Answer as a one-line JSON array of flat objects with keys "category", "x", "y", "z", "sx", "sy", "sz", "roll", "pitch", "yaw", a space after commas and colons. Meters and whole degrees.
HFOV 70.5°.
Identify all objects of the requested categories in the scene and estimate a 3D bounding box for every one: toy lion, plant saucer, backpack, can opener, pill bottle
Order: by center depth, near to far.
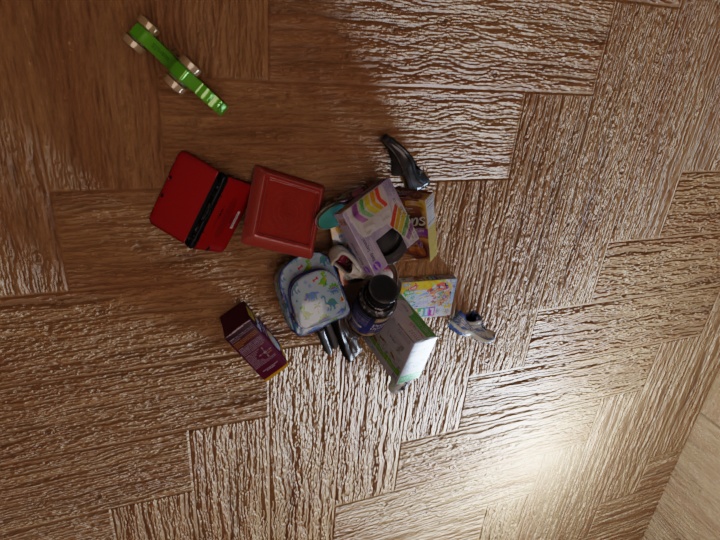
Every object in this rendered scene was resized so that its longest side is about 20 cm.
[{"category": "toy lion", "x": -0.369, "y": -0.413, "z": 1.069, "sx": 0.200, "sy": 0.192, "sz": 0.069, "roll": 44, "pitch": 96, "yaw": 7}, {"category": "plant saucer", "x": -0.188, "y": -0.147, "z": 1.297, "sx": 0.198, "sy": 0.037, "sz": 0.203, "roll": 13, "pitch": 85, "yaw": -29}, {"category": "backpack", "x": -0.133, "y": 0.057, "z": 1.384, "sx": 0.181, "sy": 0.147, "sz": 0.202, "roll": -22, "pitch": 93, "yaw": -17}, {"category": "pill bottle", "x": 0.036, "y": 0.096, "z": 1.397, "sx": 0.110, "sy": 0.113, "sz": 0.201, "roll": -7, "pitch": 153, "yaw": -19}, {"category": "plant saucer", "x": 0.016, "y": 0.036, "z": 1.524, "sx": 0.198, "sy": 0.037, "sz": 0.203, "roll": -10, "pitch": 119, "yaw": -18}, {"category": "can opener", "x": -0.115, "y": 0.168, "z": 1.529, "sx": 0.052, "sy": 0.066, "sz": 0.202, "roll": -38, "pitch": 131, "yaw": -24}]

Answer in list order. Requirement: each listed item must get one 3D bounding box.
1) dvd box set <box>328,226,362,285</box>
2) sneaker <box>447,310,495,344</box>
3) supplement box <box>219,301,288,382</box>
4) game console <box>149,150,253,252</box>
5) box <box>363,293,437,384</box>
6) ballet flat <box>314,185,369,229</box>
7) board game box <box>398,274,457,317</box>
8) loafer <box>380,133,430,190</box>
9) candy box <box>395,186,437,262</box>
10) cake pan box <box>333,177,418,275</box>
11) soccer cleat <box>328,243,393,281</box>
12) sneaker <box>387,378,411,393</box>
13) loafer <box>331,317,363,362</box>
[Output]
[{"category": "dvd box set", "x": -0.007, "y": -0.070, "z": 1.433, "sx": 0.144, "sy": 0.029, "sz": 0.203, "roll": -13, "pitch": 107, "yaw": -11}, {"category": "sneaker", "x": 0.395, "y": 0.189, "z": 1.739, "sx": 0.198, "sy": 0.077, "sz": 0.086, "roll": 18, "pitch": 103, "yaw": -29}, {"category": "supplement box", "x": -0.297, "y": 0.200, "z": 1.432, "sx": 0.085, "sy": 0.110, "sz": 0.201, "roll": -35, "pitch": 123, "yaw": -3}, {"category": "game console", "x": -0.388, "y": -0.165, "z": 1.265, "sx": 0.172, "sy": 0.118, "sz": 0.201, "roll": 8, "pitch": 117, "yaw": -59}, {"category": "box", "x": 0.111, "y": 0.200, "z": 1.523, "sx": 0.096, "sy": 0.200, "sz": 0.178, "roll": -8, "pitch": 131, "yaw": -33}, {"category": "ballet flat", "x": -0.049, "y": -0.171, "z": 1.361, "sx": 0.199, "sy": 0.071, "sz": 0.070, "roll": -31, "pitch": 133, "yaw": -23}, {"category": "board game box", "x": 0.205, "y": 0.085, "z": 1.628, "sx": 0.197, "sy": 0.034, "sz": 0.136, "roll": -4, "pitch": 117, "yaw": -21}, {"category": "loafer", "x": 0.112, "y": -0.283, "z": 1.383, "sx": 0.072, "sy": 0.073, "sz": 0.200, "roll": -41, "pitch": 122, "yaw": 7}, {"category": "candy box", "x": 0.149, "y": -0.129, "z": 1.436, "sx": 0.056, "sy": 0.115, "sz": 0.202, "roll": -46, "pitch": 138, "yaw": -41}, {"category": "cake pan box", "x": 0.047, "y": -0.112, "z": 1.345, "sx": 0.184, "sy": 0.052, "sz": 0.202, "roll": -37, "pitch": 111, "yaw": -25}, {"category": "soccer cleat", "x": 0.000, "y": 0.000, "z": 1.384, "sx": 0.198, "sy": 0.087, "sz": 0.070, "roll": 25, "pitch": 119, "yaw": -17}, {"category": "sneaker", "x": 0.135, "y": 0.308, "z": 1.691, "sx": 0.115, "sy": 0.075, "sz": 0.201, "roll": 36, "pitch": 93, "yaw": -32}, {"category": "loafer", "x": -0.042, "y": 0.187, "z": 1.565, "sx": 0.070, "sy": 0.073, "sz": 0.202, "roll": -29, "pitch": 128, "yaw": -19}]
